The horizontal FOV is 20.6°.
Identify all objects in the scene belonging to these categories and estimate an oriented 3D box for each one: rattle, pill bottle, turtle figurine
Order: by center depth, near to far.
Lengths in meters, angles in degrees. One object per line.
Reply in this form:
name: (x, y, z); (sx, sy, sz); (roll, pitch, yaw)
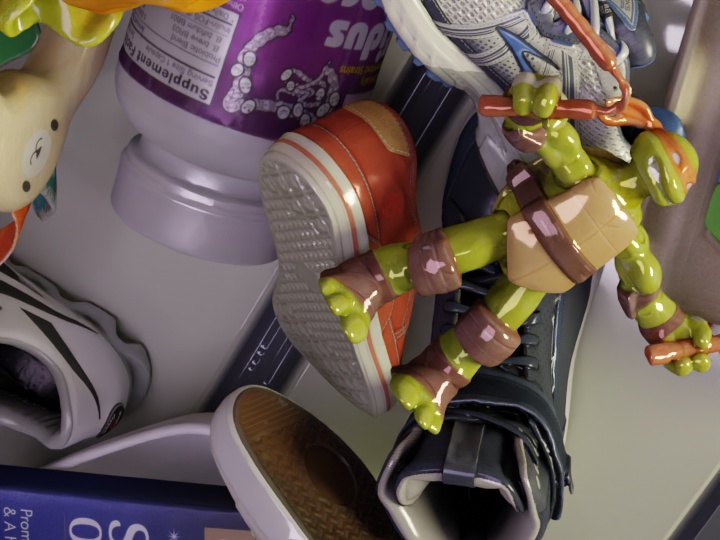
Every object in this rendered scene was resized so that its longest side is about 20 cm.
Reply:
turtle figurine: (0.066, -0.018, 0.769); (0.161, 0.064, 0.200); (-32, 126, 10)
rattle: (-0.102, -0.067, 0.812); (0.143, 0.130, 0.200); (9, 119, 6)
pill bottle: (-0.042, -0.108, 0.859); (0.112, 0.112, 0.200); (22, 110, 7)

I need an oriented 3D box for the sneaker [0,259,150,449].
sneaker: (-0.203, 0.021, 0.952); (0.200, 0.089, 0.074); (26, 112, 7)

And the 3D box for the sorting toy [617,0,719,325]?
sorting toy: (0.216, -0.054, 0.796); (0.200, 0.036, 0.185); (16, 89, 28)

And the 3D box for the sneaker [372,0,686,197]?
sneaker: (0.071, -0.102, 0.786); (0.085, 0.077, 0.200); (-17, 130, 26)

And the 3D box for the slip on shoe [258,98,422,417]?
slip on shoe: (0.000, 0.000, 0.863); (0.074, 0.061, 0.200); (41, 156, 27)

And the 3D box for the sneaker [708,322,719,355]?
sneaker: (0.221, -0.030, 0.841); (0.108, 0.067, 0.201); (26, 113, 3)

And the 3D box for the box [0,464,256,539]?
box: (-0.105, 0.155, 0.919); (0.200, 0.032, 0.121); (3, 106, 12)

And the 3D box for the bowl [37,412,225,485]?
bowl: (-0.093, 0.171, 0.974); (0.200, 0.075, 0.200); (-23, 99, 20)

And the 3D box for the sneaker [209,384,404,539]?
sneaker: (-0.016, 0.144, 0.862); (0.085, 0.073, 0.200); (-31, 101, 30)

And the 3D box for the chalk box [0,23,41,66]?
chalk box: (-0.205, -0.180, 0.874); (0.125, 0.124, 0.200); (-23, 100, 18)

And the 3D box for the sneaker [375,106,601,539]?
sneaker: (0.058, 0.032, 0.860); (0.077, 0.146, 0.202); (4, 105, 14)
